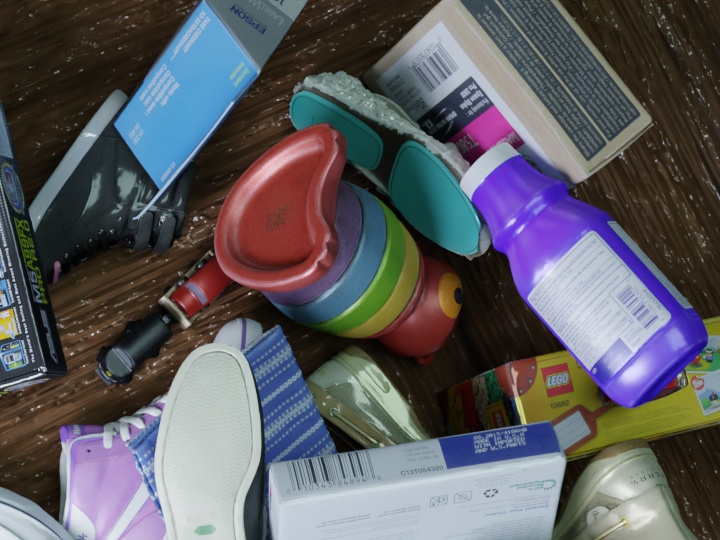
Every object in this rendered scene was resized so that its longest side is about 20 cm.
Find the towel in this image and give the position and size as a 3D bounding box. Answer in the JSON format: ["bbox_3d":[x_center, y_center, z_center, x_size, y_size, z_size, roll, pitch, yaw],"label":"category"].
[{"bbox_3d":[-0.070,0.159,1.371,0.145,0.024,0.201,-38,121,-27],"label":"towel"}]

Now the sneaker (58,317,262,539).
[{"bbox_3d":[-0.147,0.108,1.382,0.114,0.073,0.202,26,72,-8],"label":"sneaker"}]

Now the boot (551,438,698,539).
[{"bbox_3d":[0.192,0.237,1.379,0.072,0.201,0.156,-9,49,-31],"label":"boot"}]

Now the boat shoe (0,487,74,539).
[{"bbox_3d":[-0.213,0.218,1.327,0.199,0.065,0.074,35,102,-8],"label":"boat shoe"}]

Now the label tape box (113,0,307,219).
[{"bbox_3d":[-0.106,-0.146,1.370,0.066,0.143,0.200,38,42,-7],"label":"label tape box"}]

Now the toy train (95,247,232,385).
[{"bbox_3d":[-0.115,0.010,1.425,0.034,0.046,0.200,47,69,-4],"label":"toy train"}]

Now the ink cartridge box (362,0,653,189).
[{"bbox_3d":[0.103,-0.127,1.445,0.075,0.200,0.165,-39,91,-21],"label":"ink cartridge box"}]

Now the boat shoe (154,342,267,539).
[{"bbox_3d":[-0.097,0.147,1.305,0.071,0.068,0.202,0,94,4],"label":"boat shoe"}]

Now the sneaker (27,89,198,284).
[{"bbox_3d":[-0.185,-0.027,1.396,0.099,0.071,0.201,32,66,-4],"label":"sneaker"}]

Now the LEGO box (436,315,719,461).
[{"bbox_3d":[0.178,0.097,1.449,0.199,0.149,0.078,-11,82,-20],"label":"LEGO box"}]

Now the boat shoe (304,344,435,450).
[{"bbox_3d":[0.033,0.149,1.435,0.063,0.073,0.201,-38,90,-13],"label":"boat shoe"}]

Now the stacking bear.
[{"bbox_3d":[0.000,0.000,1.412,0.200,0.113,0.122,33,51,-42],"label":"stacking bear"}]

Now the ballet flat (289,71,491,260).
[{"bbox_3d":[0.034,-0.089,1.457,0.200,0.072,0.072,40,67,21],"label":"ballet flat"}]

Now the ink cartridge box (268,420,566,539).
[{"bbox_3d":[0.034,0.191,1.349,0.195,0.201,0.043,-8,48,-11],"label":"ink cartridge box"}]

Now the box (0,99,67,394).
[{"bbox_3d":[-0.300,-0.004,1.330,0.159,0.044,0.202,-16,83,9],"label":"box"}]

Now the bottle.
[{"bbox_3d":[0.149,-0.001,1.355,0.084,0.065,0.200,-47,73,20],"label":"bottle"}]
